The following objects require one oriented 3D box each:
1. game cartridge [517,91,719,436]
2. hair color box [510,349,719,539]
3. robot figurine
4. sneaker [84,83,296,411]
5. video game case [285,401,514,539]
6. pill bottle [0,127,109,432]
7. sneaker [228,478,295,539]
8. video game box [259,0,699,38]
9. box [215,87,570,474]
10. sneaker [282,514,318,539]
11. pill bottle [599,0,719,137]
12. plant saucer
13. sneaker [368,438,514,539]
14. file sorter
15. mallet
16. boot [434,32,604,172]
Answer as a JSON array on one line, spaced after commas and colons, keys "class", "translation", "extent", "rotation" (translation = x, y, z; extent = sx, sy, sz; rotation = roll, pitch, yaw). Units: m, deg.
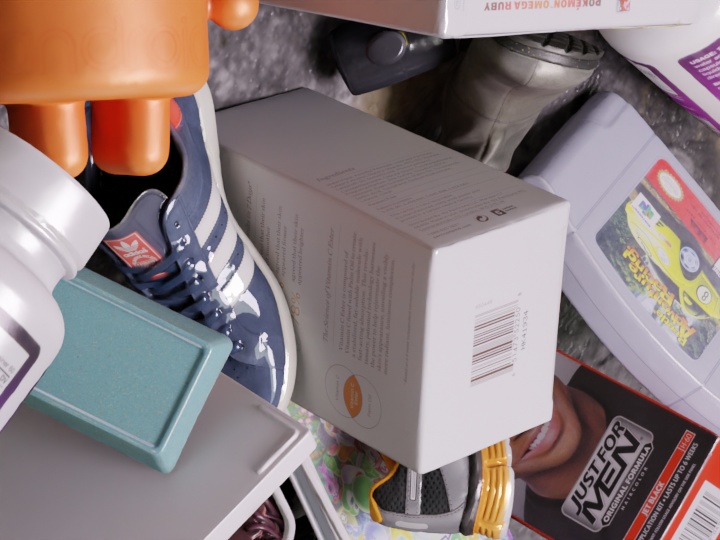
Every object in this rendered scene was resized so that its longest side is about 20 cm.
[{"class": "game cartridge", "translation": [0.177, 0.000, 1.452], "extent": [0.200, 0.041, 0.133], "rotation": [49, 46, -6]}, {"class": "hair color box", "translation": [0.124, 0.109, 1.439], "extent": [0.061, 0.200, 0.102], "rotation": [35, 84, -48]}, {"class": "robot figurine", "translation": [-0.126, -0.142, 1.106], "extent": [0.117, 0.143, 0.201], "rotation": [-18, 106, -73]}, {"class": "sneaker", "translation": [-0.095, -0.007, 1.205], "extent": [0.084, 0.075, 0.200], "rotation": [-30, 101, -63]}, {"class": "video game case", "translation": [0.019, 0.119, 1.365], "extent": [0.143, 0.018, 0.200], "rotation": [-25, 91, -53]}, {"class": "pill bottle", "translation": [-0.199, 0.036, 1.058], "extent": [0.200, 0.111, 0.111], "rotation": [-55, 138, -16]}, {"class": "sneaker", "translation": [-0.045, 0.139, 1.348], "extent": [0.200, 0.115, 0.076], "rotation": [-47, 136, -16]}, {"class": "video game box", "translation": [0.037, -0.151, 1.218], "extent": [0.182, 0.200, 0.047], "rotation": [-5, 105, -44]}, {"class": "box", "translation": [0.000, 0.000, 1.258], "extent": [0.097, 0.200, 0.125], "rotation": [-19, 123, -39]}, {"class": "sneaker", "translation": [-0.021, 0.215, 1.364], "extent": [0.090, 0.078, 0.200], "rotation": [44, 38, -30]}, {"class": "pill bottle", "translation": [0.203, -0.159, 1.447], "extent": [0.200, 0.112, 0.112], "rotation": [32, 86, -49]}, {"class": "plant saucer", "translation": [-0.163, 0.020, 1.130], "extent": [0.070, 0.200, 0.019], "rotation": [-64, 175, -3]}, {"class": "sneaker", "translation": [0.032, 0.059, 1.341], "extent": [0.077, 0.200, 0.078], "rotation": [-6, 138, -5]}, {"class": "file sorter", "translation": [-0.120, 0.119, 1.206], "extent": [0.139, 0.200, 0.125], "rotation": [-44, 139, -19]}, {"class": "mallet", "translation": [0.006, -0.111, 1.241], "extent": [0.200, 0.066, 0.041], "rotation": [-44, 113, -78]}, {"class": "boot", "translation": [0.071, -0.070, 1.320], "extent": [0.068, 0.200, 0.131], "rotation": [20, 93, -5]}]
